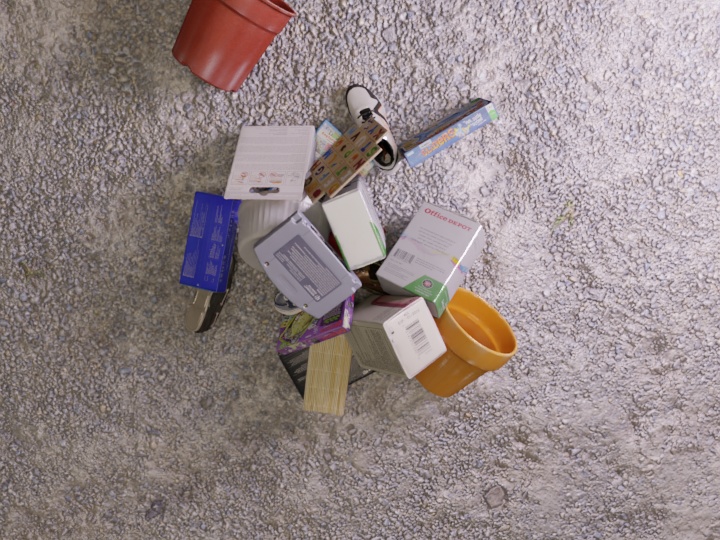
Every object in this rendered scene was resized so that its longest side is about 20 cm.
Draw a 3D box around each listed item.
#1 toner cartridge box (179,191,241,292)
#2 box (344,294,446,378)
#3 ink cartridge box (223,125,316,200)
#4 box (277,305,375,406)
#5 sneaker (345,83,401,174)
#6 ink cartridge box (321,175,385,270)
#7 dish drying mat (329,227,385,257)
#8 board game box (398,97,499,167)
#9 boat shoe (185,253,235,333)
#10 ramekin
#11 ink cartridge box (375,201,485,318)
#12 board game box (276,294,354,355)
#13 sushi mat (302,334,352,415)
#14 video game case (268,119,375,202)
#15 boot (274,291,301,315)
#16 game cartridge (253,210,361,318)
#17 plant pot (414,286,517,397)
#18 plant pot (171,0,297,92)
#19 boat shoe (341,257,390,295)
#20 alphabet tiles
[{"bbox_3d":[-0.320,-0.061,1.507,0.094,0.043,0.202,12,93,18],"label":"toner cartridge box"},{"bbox_3d":[0.061,0.130,1.447,0.109,0.199,0.129,-32,105,-24],"label":"box"},{"bbox_3d":[-0.179,-0.208,1.428,0.159,0.202,0.050,1,148,6],"label":"ink cartridge box"},{"bbox_3d":[-0.065,0.191,1.584,0.199,0.079,0.142,-27,101,5],"label":"box"},{"bbox_3d":[0.029,-0.296,1.460,0.073,0.080,0.201,-28,93,8],"label":"sneaker"},{"bbox_3d":[-0.010,-0.101,1.434,0.082,0.200,0.148,-21,102,7],"label":"ink cartridge box"},{"bbox_3d":[-0.044,-0.053,1.555,0.199,0.018,0.077,-37,101,8],"label":"dish drying mat"},{"bbox_3d":[0.175,-0.284,1.441,0.199,0.136,0.035,-30,106,6],"label":"board game box"},{"bbox_3d":[-0.324,0.047,1.565,0.067,0.057,0.201,32,100,29],"label":"boat shoe"},{"bbox_3d":[-0.158,-0.069,1.450,0.198,0.201,0.099,4,61,-1],"label":"ramekin"},{"bbox_3d":[0.148,-0.025,1.460,0.144,0.088,0.201,25,72,26],"label":"ink cartridge box"},{"bbox_3d":[-0.095,0.099,1.501,0.199,0.121,0.032,-22,133,36],"label":"board game box"},{"bbox_3d":[-0.070,0.219,1.546,0.095,0.012,0.202,7,104,-2],"label":"sushi mat"},{"bbox_3d":[-0.084,-0.200,1.519,0.143,0.018,0.200,40,100,-9],"label":"video game case"},{"bbox_3d":[-0.136,0.039,1.496,0.199,0.073,0.090,-14,142,42],"label":"boot"},{"bbox_3d":[-0.108,-0.005,1.369,0.133,0.041,0.200,-37,113,9],"label":"game cartridge"},{"bbox_3d":[0.207,0.169,1.535,0.199,0.201,0.184,32,118,-8],"label":"plant pot"},{"bbox_3d":[-0.258,-0.470,1.372,0.200,0.201,0.196,33,109,-8],"label":"plant pot"},{"bbox_3d":[0.000,0.000,1.520,0.198,0.073,0.068,12,147,-22],"label":"boat shoe"},{"bbox_3d":[-0.034,-0.218,1.384,0.200,0.167,0.006,-43,123,6],"label":"alphabet tiles"}]
